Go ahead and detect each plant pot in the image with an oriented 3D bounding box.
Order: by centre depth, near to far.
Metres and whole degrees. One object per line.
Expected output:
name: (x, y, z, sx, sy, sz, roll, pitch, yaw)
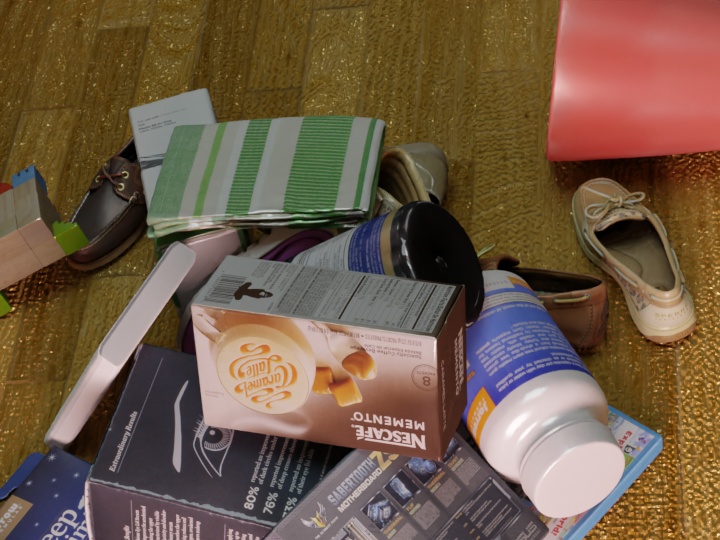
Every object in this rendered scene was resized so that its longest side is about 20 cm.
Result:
plant pot: (0.270, -0.193, 1.754, 0.175, 0.202, 0.202, 5, 48, 6)

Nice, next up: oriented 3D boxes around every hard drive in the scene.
hard drive: (-0.211, 0.069, 1.623, 0.027, 0.200, 0.132, 35, 56, -4)

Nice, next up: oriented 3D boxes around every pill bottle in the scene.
pill bottle: (0.133, 0.102, 1.530, 0.111, 0.113, 0.201, -23, 46, -8)
pill bottle: (-0.006, 0.026, 1.537, 0.199, 0.112, 0.113, -24, 38, 33)

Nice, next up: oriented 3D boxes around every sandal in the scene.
sandal: (-0.094, 0.028, 1.642, 0.203, 0.082, 0.050, -48, 44, 30)

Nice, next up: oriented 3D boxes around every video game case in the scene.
video game case: (0.134, 0.145, 1.580, 0.199, 0.018, 0.143, 30, 60, 34)

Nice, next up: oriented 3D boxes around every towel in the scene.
towel: (-0.080, -0.084, 1.634, 0.198, 0.024, 0.153, -4, 40, 12)

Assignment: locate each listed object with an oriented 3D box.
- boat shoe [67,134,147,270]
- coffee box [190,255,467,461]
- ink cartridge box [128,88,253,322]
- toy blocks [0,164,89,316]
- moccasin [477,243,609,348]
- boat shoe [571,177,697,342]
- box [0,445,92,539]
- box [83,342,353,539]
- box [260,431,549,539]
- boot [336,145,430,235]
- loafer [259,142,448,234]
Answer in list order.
boat shoe: (-0.231, -0.090, 1.851, 0.070, 0.071, 0.201, 18, 56, 27)
coffee box: (-0.022, 0.067, 1.446, 0.198, 0.115, 0.080, 8, 33, 17)
ink cartridge box: (-0.149, -0.049, 1.739, 0.083, 0.147, 0.201, -16, 46, -1)
toy blocks: (-0.368, -0.035, 1.822, 0.199, 0.100, 0.137, -28, 35, 5)
moccasin: (0.121, 0.014, 1.655, 0.200, 0.078, 0.074, 14, 36, 25)
boat shoe: (0.246, -0.024, 1.678, 0.073, 0.063, 0.201, -22, 46, -7)
box: (-0.246, 0.223, 1.592, 0.199, 0.033, 0.121, 19, 55, 29)
box: (-0.110, 0.165, 1.532, 0.198, 0.105, 0.149, 14, 51, 7)
box: (0.033, 0.209, 1.442, 0.158, 0.051, 0.200, 46, 47, 4)
boot: (0.000, 0.000, 1.653, 0.072, 0.156, 0.201, 25, 42, -17)
loafer: (-0.009, -0.070, 1.774, 0.198, 0.077, 0.068, -16, 40, -1)
